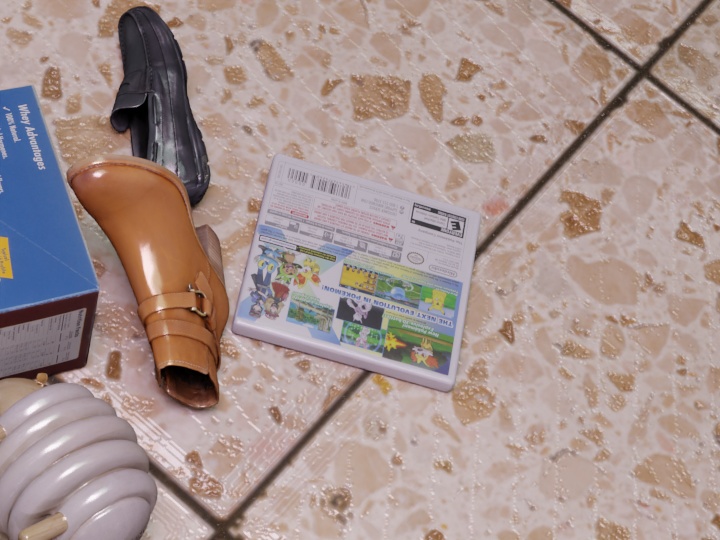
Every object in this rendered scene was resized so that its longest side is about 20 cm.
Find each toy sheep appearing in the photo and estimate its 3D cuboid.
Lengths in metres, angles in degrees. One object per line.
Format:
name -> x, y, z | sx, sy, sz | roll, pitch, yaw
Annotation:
toy sheep -> -0.222, 0.160, 1.230 | 0.137, 0.138, 0.200 | -27, 67, -27

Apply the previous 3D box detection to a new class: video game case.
video game case -> 0.000, 0.000, 1.448 | 0.199, 0.022, 0.183 | 16, 58, -7

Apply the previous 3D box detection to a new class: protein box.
protein box -> -0.332, -0.015, 1.294 | 0.199, 0.135, 0.199 | -13, 65, -22

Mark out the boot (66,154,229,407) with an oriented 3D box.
boot -> -0.168, 0.011, 1.309 | 0.076, 0.200, 0.156 | -14, 57, 15

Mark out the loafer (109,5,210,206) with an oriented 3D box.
loafer -> -0.188, -0.147, 1.449 | 0.070, 0.068, 0.202 | -5, 66, -28
